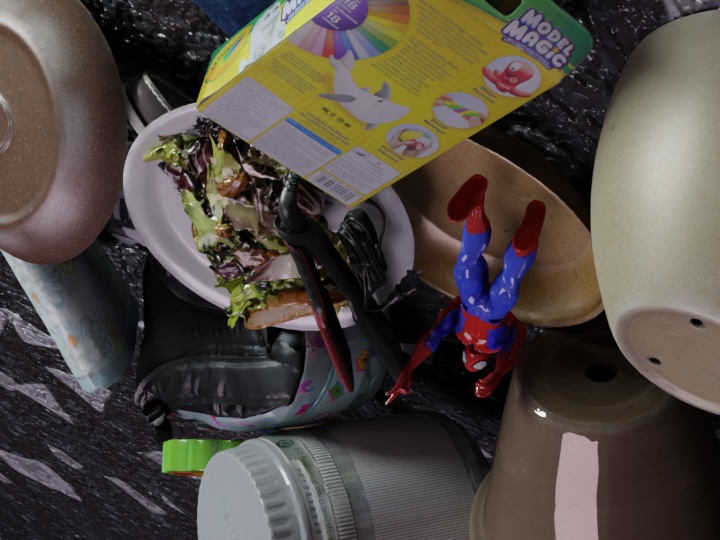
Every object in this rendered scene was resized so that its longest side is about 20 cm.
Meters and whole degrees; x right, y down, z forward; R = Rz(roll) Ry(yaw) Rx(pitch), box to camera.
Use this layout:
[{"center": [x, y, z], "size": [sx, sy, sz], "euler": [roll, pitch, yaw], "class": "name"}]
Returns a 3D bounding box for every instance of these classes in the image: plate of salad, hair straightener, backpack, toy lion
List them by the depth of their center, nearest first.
[{"center": [0.000, 0.000, 0.948], "size": [0.076, 0.041, 0.201], "euler": [-13, 134, 7], "class": "hair straightener"}, {"center": [-0.063, -0.024, 0.977], "size": [0.198, 0.048, 0.201], "euler": [12, 138, 11], "class": "plate of salad"}, {"center": [-0.077, 0.046, 1.148], "size": [0.126, 0.168, 0.199], "euler": [-4, -176, -44], "class": "backpack"}, {"center": [-0.065, 0.167, 1.327], "size": [0.191, 0.069, 0.199], "euler": [-7, 166, 38], "class": "toy lion"}]

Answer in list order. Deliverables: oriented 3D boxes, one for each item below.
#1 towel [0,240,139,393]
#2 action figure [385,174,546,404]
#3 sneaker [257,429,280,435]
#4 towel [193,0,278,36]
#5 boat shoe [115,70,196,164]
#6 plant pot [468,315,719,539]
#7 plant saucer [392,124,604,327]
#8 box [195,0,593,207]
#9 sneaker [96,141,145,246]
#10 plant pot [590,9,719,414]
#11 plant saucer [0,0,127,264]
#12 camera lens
[{"center": [-0.239, -0.005, 1.211], "size": [0.172, 0.048, 0.200], "euler": [59, -178, -15], "class": "towel"}, {"center": [0.065, 0.034, 0.936], "size": [0.065, 0.099, 0.200], "euler": [26, 159, 14], "class": "action figure"}, {"center": [-0.109, 0.086, 1.344], "size": [0.115, 0.081, 0.200], "euler": [27, 157, 4], "class": "sneaker"}, {"center": [-0.105, -0.207, 0.817], "size": [0.200, 0.049, 0.111], "euler": [44, 154, -26], "class": "towel"}, {"center": [-0.077, -0.070, 1.031], "size": [0.059, 0.072, 0.200], "euler": [-41, 107, 19], "class": "boat shoe"}, {"center": [0.166, 0.131, 1.008], "size": [0.199, 0.200, 0.176], "euler": [17, 133, 30], "class": "plant pot"}, {"center": [0.071, -0.039, 0.944], "size": [0.199, 0.036, 0.201], "euler": [27, 156, 13], "class": "plant saucer"}, {"center": [0.017, -0.112, 0.788], "size": [0.117, 0.049, 0.199], "euler": [31, 144, -27], "class": "box"}, {"center": [-0.188, -0.076, 1.130], "size": [0.114, 0.076, 0.200], "euler": [40, 158, -24], "class": "sneaker"}, {"center": [0.192, -0.008, 0.739], "size": [0.199, 0.135, 0.201], "euler": [25, 155, 13], "class": "plant pot"}, {"center": [-0.239, -0.101, 1.038], "size": [0.199, 0.037, 0.202], "euler": [8, 103, 37], "class": "plant saucer"}, {"center": [-0.005, 0.194, 1.142], "size": [0.199, 0.161, 0.160], "euler": [-5, 172, -28], "class": "camera lens"}]
